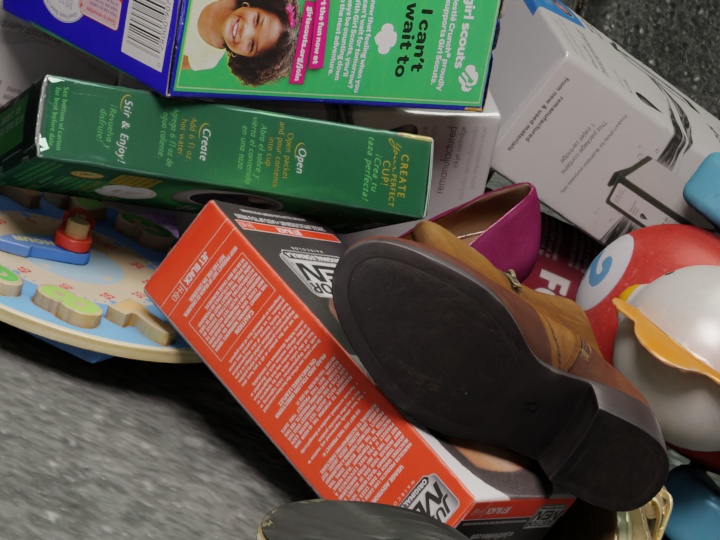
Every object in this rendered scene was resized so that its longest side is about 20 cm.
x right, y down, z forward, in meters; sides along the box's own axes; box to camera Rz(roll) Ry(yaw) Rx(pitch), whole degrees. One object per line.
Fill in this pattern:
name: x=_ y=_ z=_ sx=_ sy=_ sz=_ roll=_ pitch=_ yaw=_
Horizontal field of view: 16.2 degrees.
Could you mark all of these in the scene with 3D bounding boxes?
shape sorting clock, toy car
shape sorting clock: x=-0.145 y=-0.006 z=1.256 sx=0.199 sy=0.039 sz=0.200 roll=15 pitch=16 yaw=-5
toy car: x=0.172 y=0.037 z=1.323 sx=0.177 sy=0.185 sz=0.200 roll=39 pitch=6 yaw=24

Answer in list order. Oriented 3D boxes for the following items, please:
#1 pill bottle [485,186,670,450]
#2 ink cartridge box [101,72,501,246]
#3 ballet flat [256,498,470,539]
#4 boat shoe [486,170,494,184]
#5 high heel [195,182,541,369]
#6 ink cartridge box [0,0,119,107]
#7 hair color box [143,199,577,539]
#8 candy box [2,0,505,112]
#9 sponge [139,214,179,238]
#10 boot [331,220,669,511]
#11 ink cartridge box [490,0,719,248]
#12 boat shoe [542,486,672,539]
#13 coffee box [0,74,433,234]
pill bottle: x=0.113 y=0.028 z=1.525 sx=0.199 sy=0.114 sz=0.114 roll=23 pitch=12 yaw=-6
ink cartridge box: x=-0.035 y=-0.056 z=1.382 sx=0.199 sy=0.116 sz=0.067 roll=1 pitch=36 yaw=-15
ballet flat: x=0.048 y=0.149 z=1.055 sx=0.199 sy=0.057 sz=0.067 roll=21 pitch=39 yaw=3
boat shoe: x=0.048 y=-0.090 z=1.598 sx=0.073 sy=0.063 sz=0.201 roll=35 pitch=-7 yaw=-9
high heel: x=0.000 y=0.000 z=1.328 sx=0.199 sy=0.096 sz=0.067 roll=-11 pitch=42 yaw=-27
ink cartridge box: x=-0.192 y=-0.139 z=1.373 sx=0.146 sy=0.201 sz=0.084 roll=15 pitch=16 yaw=-42
hair color box: x=-0.001 y=0.057 z=1.177 sx=0.200 sy=0.061 sz=0.101 roll=48 pitch=21 yaw=25
candy box: x=-0.054 y=-0.141 z=1.289 sx=0.199 sy=0.077 sz=0.169 roll=-2 pitch=21 yaw=-37
sponge: x=-0.043 y=0.022 z=1.431 sx=0.200 sy=0.030 sz=0.111 roll=30 pitch=13 yaw=24
boot: x=0.054 y=0.012 z=1.190 sx=0.188 sy=0.069 sz=0.200 roll=27 pitch=17 yaw=-18
ink cartridge box: x=0.152 y=-0.072 z=1.485 sx=0.200 sy=0.084 sz=0.146 roll=32 pitch=16 yaw=-25
boat shoe: x=0.119 y=0.115 z=1.248 sx=0.066 sy=0.074 sz=0.200 roll=18 pitch=13 yaw=-12
coffee box: x=-0.076 y=-0.055 z=1.259 sx=0.199 sy=0.044 sz=0.123 roll=8 pitch=-7 yaw=-18
